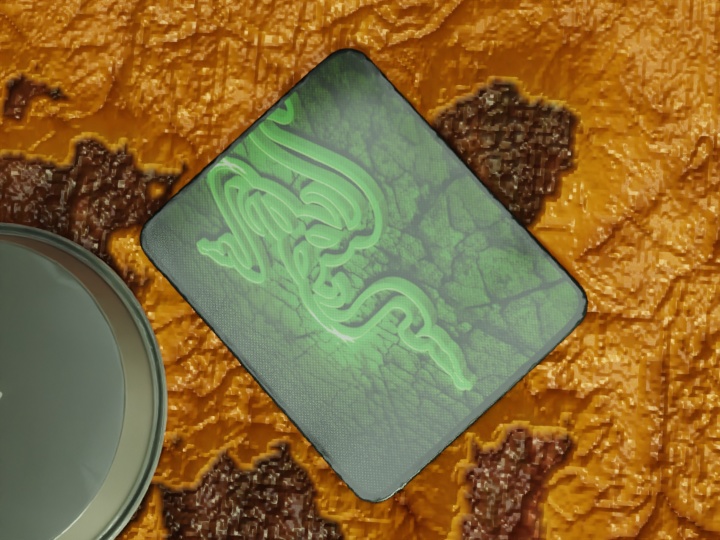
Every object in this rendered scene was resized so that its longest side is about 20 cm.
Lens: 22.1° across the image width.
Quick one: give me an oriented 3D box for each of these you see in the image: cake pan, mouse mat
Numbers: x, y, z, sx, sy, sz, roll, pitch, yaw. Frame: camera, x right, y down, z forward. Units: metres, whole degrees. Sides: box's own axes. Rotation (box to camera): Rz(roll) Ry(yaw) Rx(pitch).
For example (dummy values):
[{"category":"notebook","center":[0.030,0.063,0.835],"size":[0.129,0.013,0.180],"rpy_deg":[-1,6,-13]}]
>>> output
[{"category":"cake pan","center":[-0.202,0.070,0.963],"size":[0.199,0.037,0.202],"rpy_deg":[-1,79,6]},{"category":"mouse mat","center":[0.000,0.000,0.970],"size":[0.161,0.008,0.200],"rpy_deg":[-42,77,-2]}]
